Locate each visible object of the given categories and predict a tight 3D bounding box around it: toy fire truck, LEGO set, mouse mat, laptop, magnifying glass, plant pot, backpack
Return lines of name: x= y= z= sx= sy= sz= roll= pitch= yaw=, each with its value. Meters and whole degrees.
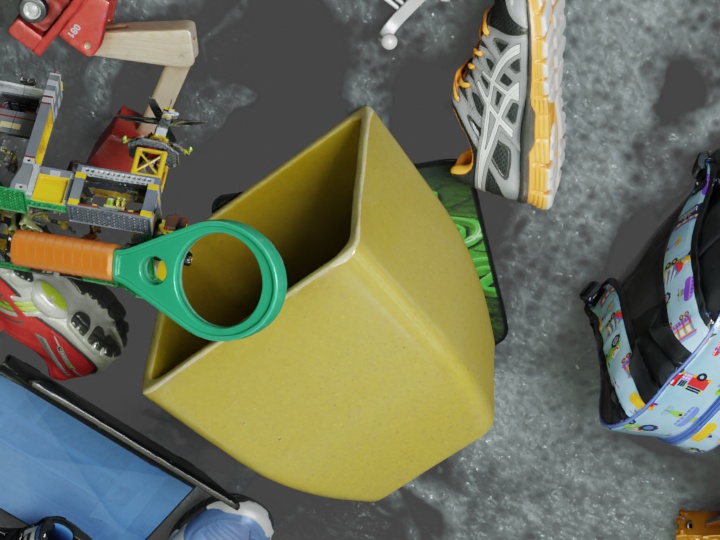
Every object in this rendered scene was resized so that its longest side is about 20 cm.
toy fire truck: x=-0.165 y=-0.167 z=1.572 sx=0.141 sy=0.049 sz=0.200 roll=37 pitch=118 yaw=-13
LEGO set: x=-0.201 y=-0.070 z=1.564 sx=0.200 sy=0.116 sz=0.154 roll=6 pitch=150 yaw=10
mouse mat: x=0.000 y=0.000 z=1.671 sx=0.200 sy=0.008 sz=0.161 roll=-9 pitch=118 yaw=12
laptop: x=-0.219 y=0.163 z=1.726 sx=0.187 sy=0.200 sz=0.116 roll=33 pitch=86 yaw=-17
magnifying glass: x=-0.142 y=-0.002 z=1.486 sx=0.200 sy=0.022 sz=0.080 roll=8 pitch=101 yaw=20
plant pot: x=-0.009 y=0.046 z=1.593 sx=0.194 sy=0.196 sz=0.200 roll=-34 pitch=116 yaw=23
backpack: x=0.245 y=0.041 z=1.549 sx=0.134 sy=0.200 sz=0.183 roll=33 pitch=118 yaw=-11

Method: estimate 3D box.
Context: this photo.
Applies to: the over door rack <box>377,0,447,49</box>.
over door rack: x=0.025 y=-0.256 z=1.486 sx=0.148 sy=0.067 sz=0.200 roll=37 pitch=118 yaw=-14

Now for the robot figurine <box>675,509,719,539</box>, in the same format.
robot figurine: x=0.347 y=0.225 z=1.722 sx=0.200 sy=0.058 sz=0.145 roll=-4 pitch=119 yaw=11

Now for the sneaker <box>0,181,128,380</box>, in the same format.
sneaker: x=-0.265 y=0.010 z=1.676 sx=0.085 sy=0.077 sz=0.200 roll=-30 pitch=110 yaw=31

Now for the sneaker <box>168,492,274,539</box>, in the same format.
sneaker: x=-0.139 y=0.254 z=1.792 sx=0.076 sy=0.077 sz=0.200 roll=35 pitch=119 yaw=-16

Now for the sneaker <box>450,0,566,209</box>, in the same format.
sneaker: x=0.100 y=-0.133 z=1.543 sx=0.077 sy=0.078 sz=0.200 roll=7 pitch=120 yaw=14

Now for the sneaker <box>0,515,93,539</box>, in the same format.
sneaker: x=-0.290 y=0.219 z=1.782 sx=0.200 sy=0.073 sz=0.112 roll=21 pitch=141 yaw=-15
